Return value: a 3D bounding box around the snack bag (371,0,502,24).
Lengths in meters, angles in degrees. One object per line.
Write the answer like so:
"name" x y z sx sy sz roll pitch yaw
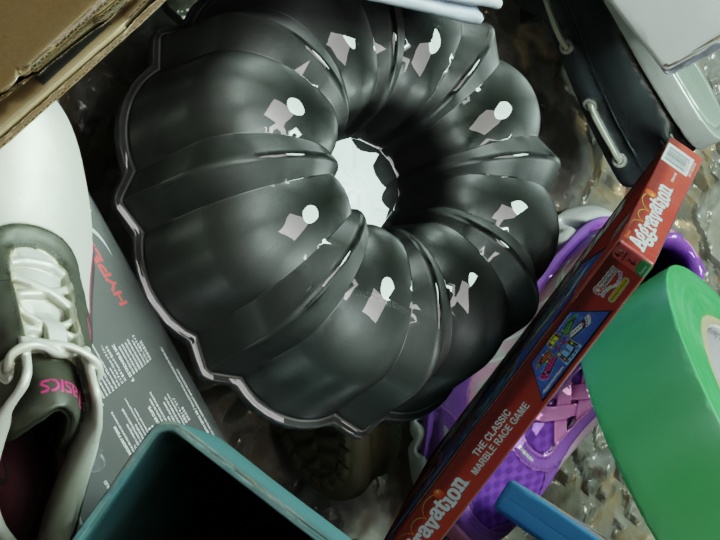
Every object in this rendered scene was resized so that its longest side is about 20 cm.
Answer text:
"snack bag" -0.061 -0.166 0.874 0.187 0.200 0.022 7 120 -39

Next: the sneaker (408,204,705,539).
"sneaker" 0.100 0.045 1.039 0.081 0.088 0.201 51 59 -26

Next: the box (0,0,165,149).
"box" -0.131 -0.135 0.769 0.163 0.200 0.021 -43 138 -7

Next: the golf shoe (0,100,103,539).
"golf shoe" -0.117 0.024 0.769 0.077 0.088 0.202 9 77 -36

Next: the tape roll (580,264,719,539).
"tape roll" 0.167 0.095 0.933 0.201 0.048 0.201 50 19 -24

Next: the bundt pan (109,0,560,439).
"bundt pan" 0.002 -0.037 0.894 0.200 0.076 0.204 9 72 -31

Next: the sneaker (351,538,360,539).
"sneaker" 0.043 0.191 0.989 0.199 0.075 0.089 35 69 -30

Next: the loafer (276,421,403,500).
"loafer" 0.000 0.000 0.969 0.067 0.076 0.202 -1 87 -33

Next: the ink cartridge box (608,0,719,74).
"ink cartridge box" 0.131 -0.208 1.029 0.146 0.084 0.201 47 23 -26

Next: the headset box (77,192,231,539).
"headset box" -0.156 0.086 0.834 0.200 0.077 0.150 -40 110 -33

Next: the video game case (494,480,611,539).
"video game case" 0.161 0.165 1.017 0.018 0.143 0.200 -56 139 -1

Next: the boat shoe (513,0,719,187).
"boat shoe" 0.103 -0.135 1.068 0.201 0.060 0.076 61 22 7

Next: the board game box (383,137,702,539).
"board game box" 0.070 0.041 0.902 0.019 0.201 0.103 35 32 2

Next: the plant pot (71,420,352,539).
"plant pot" -0.040 0.145 0.760 0.141 0.200 0.142 36 91 4
